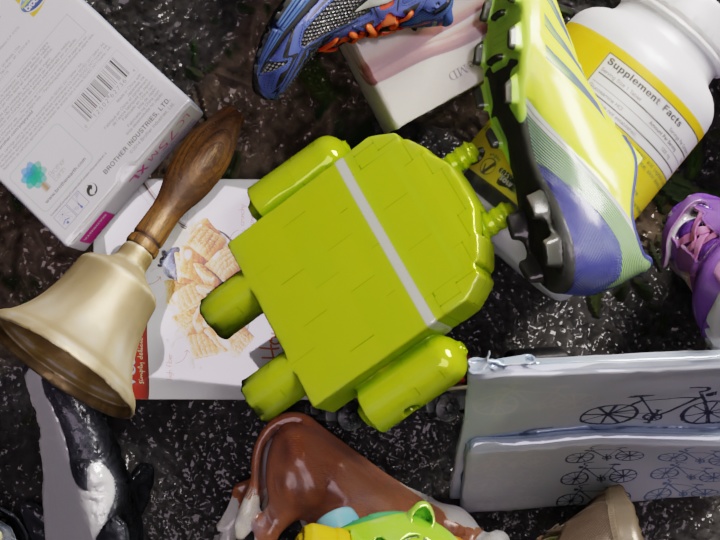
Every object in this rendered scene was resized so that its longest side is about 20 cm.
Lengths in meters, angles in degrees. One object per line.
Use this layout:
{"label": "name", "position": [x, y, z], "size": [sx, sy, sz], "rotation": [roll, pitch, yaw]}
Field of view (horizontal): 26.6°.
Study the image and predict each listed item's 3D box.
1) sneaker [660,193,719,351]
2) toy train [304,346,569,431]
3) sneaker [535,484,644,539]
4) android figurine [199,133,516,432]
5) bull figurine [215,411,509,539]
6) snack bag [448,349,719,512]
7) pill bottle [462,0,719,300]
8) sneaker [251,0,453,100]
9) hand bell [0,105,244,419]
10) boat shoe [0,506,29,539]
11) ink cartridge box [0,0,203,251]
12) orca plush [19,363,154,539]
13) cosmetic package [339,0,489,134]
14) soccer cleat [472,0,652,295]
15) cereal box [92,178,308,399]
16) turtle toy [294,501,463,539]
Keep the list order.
{"label": "sneaker", "position": [0.222, -0.008, 0.941], "size": [0.088, 0.200, 0.081], "rotation": [44, 104, 12]}
{"label": "toy train", "position": [0.058, 0.073, 0.980], "size": [0.198, 0.034, 0.046], "rotation": [-3, 91, -22]}
{"label": "sneaker", "position": [0.137, 0.174, 0.942], "size": [0.075, 0.200, 0.071], "rotation": [-16, 77, 5]}
{"label": "android figurine", "position": [0.000, 0.000, 0.920], "size": [0.199, 0.041, 0.183], "rotation": [-37, 67, 11]}
{"label": "bull figurine", "position": [0.003, 0.178, 0.997], "size": [0.199, 0.065, 0.122], "rotation": [37, 94, -5]}
{"label": "snack bag", "position": [0.153, 0.102, 0.948], "size": [0.187, 0.201, 0.022], "rotation": [-2, 58, -2]}
{"label": "pill bottle", "position": [0.148, -0.090, 0.961], "size": [0.112, 0.112, 0.200], "rotation": [39, 91, -4]}
{"label": "sneaker", "position": [0.017, -0.164, 0.884], "size": [0.200, 0.075, 0.079], "rotation": [-40, 97, 3]}
{"label": "hand bell", "position": [-0.129, -0.021, 0.933], "size": [0.104, 0.104, 0.201], "rotation": [34, 70, -4]}
{"label": "boat shoe", "position": [-0.270, 0.158, 0.986], "size": [0.090, 0.071, 0.202], "rotation": [-16, 101, -2]}
{"label": "ink cartridge box", "position": [-0.210, -0.122, 0.965], "size": [0.200, 0.042, 0.119], "rotation": [42, 91, 9]}
{"label": "orca plush", "position": [-0.174, 0.137, 1.003], "size": [0.105, 0.071, 0.202], "rotation": [-27, 83, 44]}
{"label": "cosmetic package", "position": [0.015, -0.198, 0.960], "size": [0.103, 0.087, 0.201], "rotation": [-29, 95, -1]}
{"label": "soccer cleat", "position": [0.120, -0.083, 0.887], "size": [0.083, 0.065, 0.202], "rotation": [-5, 76, -19]}
{"label": "cereal box", "position": [-0.075, 0.012, 0.995], "size": [0.198, 0.040, 0.145], "rotation": [-1, 93, -3]}
{"label": "turtle toy", "position": [0.005, 0.227, 0.924], "size": [0.144, 0.101, 0.202], "rotation": [17, 104, -10]}
